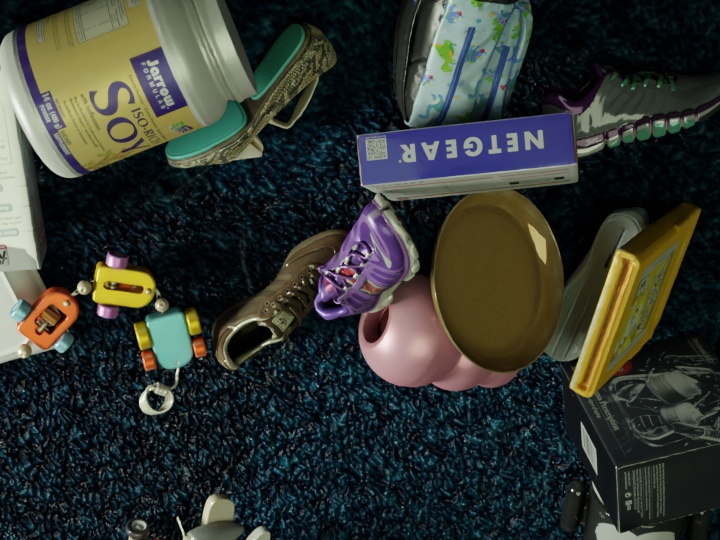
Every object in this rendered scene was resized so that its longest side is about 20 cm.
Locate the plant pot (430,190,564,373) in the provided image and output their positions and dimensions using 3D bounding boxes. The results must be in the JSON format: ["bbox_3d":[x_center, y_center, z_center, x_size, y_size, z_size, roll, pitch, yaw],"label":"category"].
[{"bbox_3d":[0.144,0.010,1.253,0.200,0.027,0.201,3,85,-39],"label":"plant pot"}]

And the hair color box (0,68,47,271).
[{"bbox_3d":[-0.367,-0.099,1.116,0.099,0.061,0.201,-5,112,-7],"label":"hair color box"}]

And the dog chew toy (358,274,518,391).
[{"bbox_3d":[0.099,0.079,1.298,0.199,0.125,0.125,18,116,-29],"label":"dog chew toy"}]

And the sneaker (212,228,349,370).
[{"bbox_3d":[-0.076,0.039,1.262,0.200,0.076,0.070,-40,119,14],"label":"sneaker"}]

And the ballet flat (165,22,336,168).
[{"bbox_3d":[-0.100,-0.157,1.151,0.200,0.068,0.075,-42,135,12],"label":"ballet flat"}]

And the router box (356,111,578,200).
[{"bbox_3d":[0.111,-0.107,1.126,0.199,0.179,0.049,-5,88,10],"label":"router box"}]

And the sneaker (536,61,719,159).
[{"bbox_3d":[0.284,-0.183,1.201,0.199,0.074,0.088,-19,117,2],"label":"sneaker"}]

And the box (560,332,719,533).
[{"bbox_3d":[0.352,0.184,1.358,0.181,0.200,0.104,-12,122,-4],"label":"box"}]

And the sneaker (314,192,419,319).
[{"bbox_3d":[0.000,0.000,1.166,0.083,0.081,0.200,-23,158,-25],"label":"sneaker"}]

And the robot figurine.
[{"bbox_3d":[0.349,0.316,1.479,0.150,0.125,0.201,-15,124,-23],"label":"robot figurine"}]

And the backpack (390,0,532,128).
[{"bbox_3d":[0.092,-0.222,1.094,0.153,0.163,0.200,14,126,-21],"label":"backpack"}]

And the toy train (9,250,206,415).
[{"bbox_3d":[-0.264,0.060,1.241,0.200,0.056,0.150,37,95,-25],"label":"toy train"}]

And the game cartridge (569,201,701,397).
[{"bbox_3d":[0.306,0.029,1.279,0.200,0.032,0.177,-27,138,-50],"label":"game cartridge"}]

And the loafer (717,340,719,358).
[{"bbox_3d":[0.481,0.120,1.426,0.072,0.073,0.200,-5,131,-18],"label":"loafer"}]

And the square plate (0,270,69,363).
[{"bbox_3d":[-0.434,0.034,1.219,0.199,0.028,0.199,-18,122,0],"label":"square plate"}]

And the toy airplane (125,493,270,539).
[{"bbox_3d":[-0.193,0.377,1.403,0.199,0.141,0.200,-32,121,8],"label":"toy airplane"}]

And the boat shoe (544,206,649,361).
[{"bbox_3d":[0.276,0.017,1.318,0.074,0.067,0.200,39,120,19],"label":"boat shoe"}]

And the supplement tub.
[{"bbox_3d":[-0.209,-0.183,1.062,0.199,0.146,0.146,-21,122,3],"label":"supplement tub"}]
